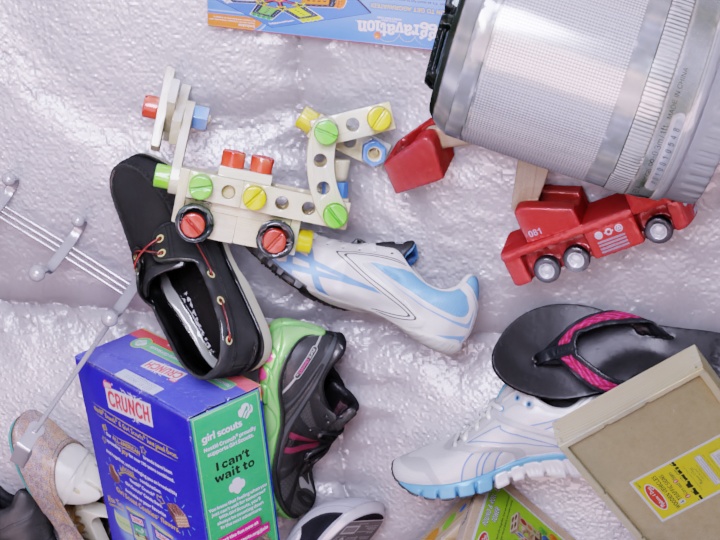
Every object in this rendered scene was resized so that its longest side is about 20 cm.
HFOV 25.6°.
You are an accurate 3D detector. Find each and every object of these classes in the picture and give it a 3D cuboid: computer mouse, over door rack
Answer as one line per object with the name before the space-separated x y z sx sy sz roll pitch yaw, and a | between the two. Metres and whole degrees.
computer mouse | -0.054 0.256 1.373 0.200 0.109 0.044 -50 59 19
over door rack | -0.273 0.033 1.259 0.147 0.201 0.067 31 157 -1

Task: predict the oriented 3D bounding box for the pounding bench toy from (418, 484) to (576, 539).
pounding bench toy | 0.082 0.293 1.278 0.124 0.200 0.156 40 118 -6

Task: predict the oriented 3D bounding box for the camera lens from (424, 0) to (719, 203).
camera lens | 0.152 -0.144 1.064 0.198 0.160 0.161 19 119 4

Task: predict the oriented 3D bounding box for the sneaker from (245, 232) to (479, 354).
sneaker | 0.000 0.000 1.242 0.199 0.072 0.073 22 84 12

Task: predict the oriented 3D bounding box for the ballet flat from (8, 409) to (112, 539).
ballet flat | -0.243 0.204 1.402 0.067 0.068 0.201 -3 125 27

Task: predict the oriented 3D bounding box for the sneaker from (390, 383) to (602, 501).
sneaker | 0.116 0.125 1.267 0.198 0.075 0.087 -14 105 12

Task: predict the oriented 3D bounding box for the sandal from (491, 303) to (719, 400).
sandal | 0.199 0.063 1.205 0.198 0.045 0.076 4 78 8

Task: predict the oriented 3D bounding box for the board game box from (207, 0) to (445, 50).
board game box | -0.016 -0.219 1.157 0.198 0.019 0.104 8 116 12

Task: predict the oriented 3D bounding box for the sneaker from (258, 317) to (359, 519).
sneaker | -0.043 0.129 1.302 0.083 0.077 0.201 2 128 -2

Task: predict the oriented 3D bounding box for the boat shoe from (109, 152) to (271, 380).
boat shoe | -0.143 -0.006 1.238 0.074 0.063 0.202 -39 74 33

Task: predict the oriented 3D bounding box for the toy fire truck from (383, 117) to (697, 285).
toy fire truck | 0.133 -0.067 1.173 0.199 0.049 0.142 -20 108 23

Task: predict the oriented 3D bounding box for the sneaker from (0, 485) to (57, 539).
sneaker | -0.371 0.229 1.455 0.198 0.076 0.092 -4 105 10

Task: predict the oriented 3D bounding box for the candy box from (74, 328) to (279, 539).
candy box | -0.148 0.168 1.310 0.169 0.077 0.202 22 128 46

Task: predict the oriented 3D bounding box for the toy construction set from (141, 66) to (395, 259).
toy construction set | -0.079 -0.082 1.193 0.198 0.092 0.132 14 100 9

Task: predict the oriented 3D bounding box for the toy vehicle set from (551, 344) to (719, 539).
toy vehicle set | 0.248 0.154 1.214 0.124 0.027 0.200 -30 125 16
